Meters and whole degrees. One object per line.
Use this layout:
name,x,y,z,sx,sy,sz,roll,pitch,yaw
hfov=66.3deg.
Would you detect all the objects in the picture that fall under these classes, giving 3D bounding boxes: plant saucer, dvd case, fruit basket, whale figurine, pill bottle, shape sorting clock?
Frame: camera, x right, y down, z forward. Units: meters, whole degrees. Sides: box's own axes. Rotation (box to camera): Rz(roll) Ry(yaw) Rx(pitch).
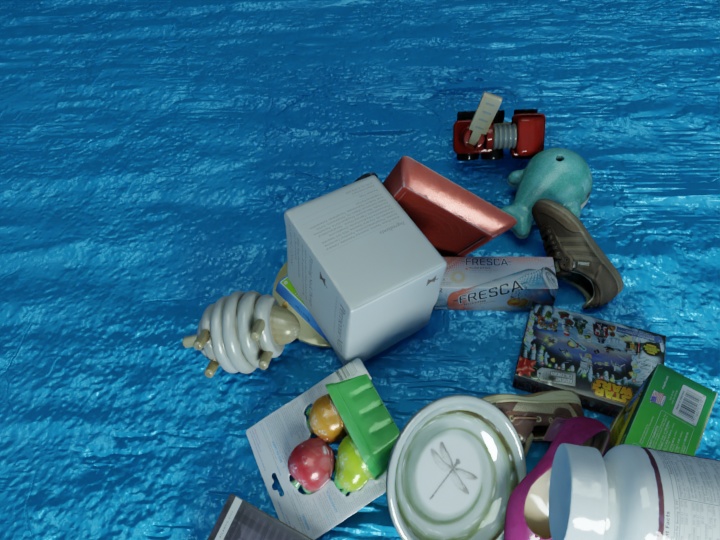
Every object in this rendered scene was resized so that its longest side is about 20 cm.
plant saucer,0.115,0.259,0.696,0.197,0.050,0.204,3,83,-21
plant saucer,0.116,-0.081,0.881,0.197,0.200,0.037,28,70,-7
dvd case,-0.112,0.387,0.664,0.197,0.016,0.150,19,69,20
fruit basket,-0.041,0.246,0.758,0.199,0.094,0.186,-35,54,-1
whale figurine,0.331,-0.146,1.000,0.199,0.105,0.159,-36,56,-18
pill bottle,0.279,0.220,0.494,0.196,0.110,0.111,7,52,9
shape sorting clock,-0.051,0.039,0.940,0.196,0.040,0.203,3,54,-4

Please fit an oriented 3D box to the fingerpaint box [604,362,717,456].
fingerpaint box,0.321,0.238,0.651,0.073,0.168,0.200,28,60,23

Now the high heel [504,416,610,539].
high heel,0.232,0.268,0.658,0.067,0.096,0.203,24,75,-6

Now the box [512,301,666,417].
box,0.338,0.134,0.816,0.197,0.040,0.138,14,55,17

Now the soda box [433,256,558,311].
soda box,0.216,0.022,0.906,0.196,0.064,0.069,0,51,8

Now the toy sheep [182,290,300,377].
toy sheep,-0.187,0.097,0.855,0.196,0.139,0.140,-6,50,9

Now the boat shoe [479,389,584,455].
boat shoe,0.212,0.215,0.749,0.196,0.073,0.073,-5,49,-5

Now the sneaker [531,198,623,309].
sneaker,0.338,-0.029,0.903,0.075,0.071,0.201,-33,71,-12

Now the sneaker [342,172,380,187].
sneaker,0.044,-0.126,1.037,0.196,0.076,0.115,6,55,15

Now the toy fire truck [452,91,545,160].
toy fire truck,0.263,-0.267,1.033,0.172,0.131,0.200,1,17,7

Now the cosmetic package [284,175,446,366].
cosmetic package,0.000,0.000,0.844,0.164,0.169,0.201,-24,58,-21
